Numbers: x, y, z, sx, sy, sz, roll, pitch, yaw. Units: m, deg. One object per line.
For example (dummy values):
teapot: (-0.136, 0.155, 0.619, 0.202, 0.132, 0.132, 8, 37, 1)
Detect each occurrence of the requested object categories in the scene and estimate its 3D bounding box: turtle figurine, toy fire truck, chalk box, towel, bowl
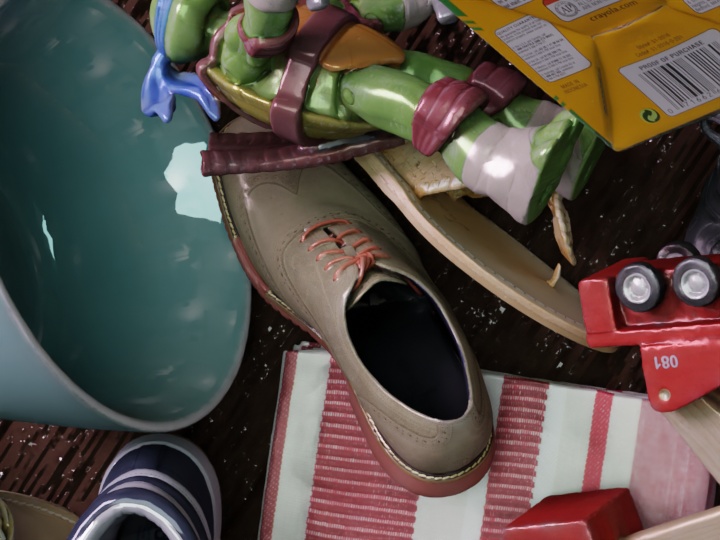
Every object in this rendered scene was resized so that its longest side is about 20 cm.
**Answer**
turtle figurine: (0.018, -0.115, 1.141, 0.194, 0.144, 0.200, 29, 76, 13)
toy fire truck: (0.149, 0.059, 1.139, 0.200, 0.049, 0.141, -6, 100, 31)
chalk box: (0.123, -0.172, 1.073, 0.125, 0.124, 0.200, -21, 42, 44)
towel: (0.054, 0.115, 1.237, 0.200, 0.023, 0.144, 9, 92, 12)
bowl: (-0.146, -0.014, 1.204, 0.105, 0.201, 0.201, -19, 85, 28)

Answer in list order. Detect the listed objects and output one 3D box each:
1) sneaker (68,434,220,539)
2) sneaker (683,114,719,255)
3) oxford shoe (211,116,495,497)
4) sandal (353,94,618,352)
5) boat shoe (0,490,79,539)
sneaker: (-0.090, 0.178, 1.200, 0.070, 0.109, 0.200, -3, 97, 4)
sneaker: (0.220, -0.008, 1.149, 0.200, 0.075, 0.114, 15, 115, 28)
oxford shoe: (0.000, 0.000, 1.205, 0.070, 0.075, 0.200, -31, 69, -16)
sandal: (0.043, -0.053, 1.211, 0.212, 0.078, 0.070, 37, 106, 14)
boat shoe: (-0.179, 0.123, 1.190, 0.065, 0.200, 0.072, -20, 74, 37)
